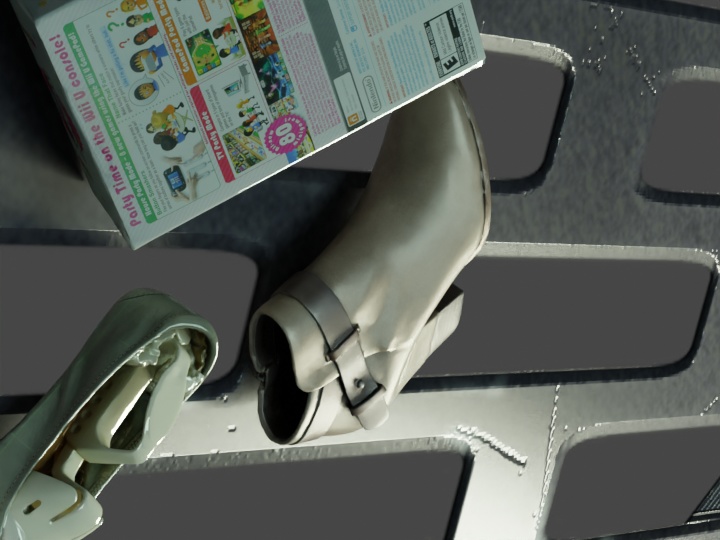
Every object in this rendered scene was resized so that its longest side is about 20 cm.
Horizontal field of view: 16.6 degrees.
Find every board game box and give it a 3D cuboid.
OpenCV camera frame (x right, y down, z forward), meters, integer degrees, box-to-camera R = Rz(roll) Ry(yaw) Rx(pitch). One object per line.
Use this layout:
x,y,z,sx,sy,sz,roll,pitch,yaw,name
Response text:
-0.053,-0.121,1.169,0.199,0.064,0.148,-28,133,-10,board game box

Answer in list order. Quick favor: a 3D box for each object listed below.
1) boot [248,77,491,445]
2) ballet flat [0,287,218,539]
0.000,0.000,1.362,0.146,0.070,0.201,-29,129,-39,boot
-0.142,0.094,1.229,0.200,0.063,0.067,-54,142,-19,ballet flat
